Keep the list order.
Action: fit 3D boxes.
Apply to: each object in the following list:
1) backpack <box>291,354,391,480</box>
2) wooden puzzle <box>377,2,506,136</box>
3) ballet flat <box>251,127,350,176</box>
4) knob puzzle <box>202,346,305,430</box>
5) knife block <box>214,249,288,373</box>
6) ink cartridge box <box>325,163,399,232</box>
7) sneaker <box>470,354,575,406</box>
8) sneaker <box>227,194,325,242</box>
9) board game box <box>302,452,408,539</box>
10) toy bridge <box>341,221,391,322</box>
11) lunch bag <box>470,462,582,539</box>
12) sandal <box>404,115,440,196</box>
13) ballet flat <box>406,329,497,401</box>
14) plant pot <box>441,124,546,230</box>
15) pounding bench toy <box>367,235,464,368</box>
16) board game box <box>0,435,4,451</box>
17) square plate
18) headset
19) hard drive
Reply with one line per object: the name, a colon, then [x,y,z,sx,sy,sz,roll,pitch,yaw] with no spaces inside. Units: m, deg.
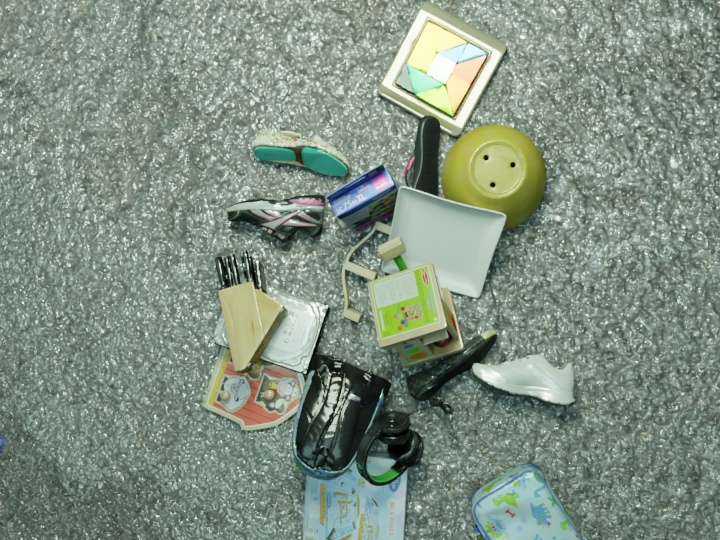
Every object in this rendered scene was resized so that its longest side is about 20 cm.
backpack: [-0.050,0.286,1.398,0.161,0.154,0.202,19,53,-3]
wooden puzzle: [0.153,-0.384,1.431,0.184,0.037,0.202,30,94,7]
ballet flat: [-0.111,-0.236,1.454,0.197,0.076,0.065,13,58,2]
knob puzzle: [-0.197,0.221,1.481,0.216,0.030,0.223,0,89,7]
knife block: [-0.235,0.068,1.421,0.174,0.064,0.201,30,81,10]
ink cartridge box: [0.015,-0.126,1.366,0.118,0.200,0.042,-28,76,7]
sneaker: [0.303,0.195,1.404,0.197,0.075,0.088,11,80,1]
sneaker: [-0.164,-0.096,1.456,0.197,0.080,0.088,-1,101,13]
board game box: [-0.009,0.451,1.450,0.196,0.041,0.203,4,90,8]
toy bridge: [0.000,0.000,1.449,0.066,0.027,0.202,22,98,8]
lunch bag: [0.304,0.471,1.389,0.160,0.082,0.201,-34,86,5]
sandal: [0.113,-0.189,1.425,0.045,0.075,0.203,10,95,42]
ballet flat: [0.171,0.170,1.419,0.199,0.067,0.057,-36,53,2]
plant pot: [0.243,-0.175,1.367,0.197,0.142,0.203,0,89,8]
pounding bench toy: [0.098,0.054,1.386,0.123,0.156,0.202,-18,63,14]
board game box: [-0.828,0.426,1.557,0.133,0.045,0.203,14,92,7]
square plate: [0.149,-0.053,1.387,0.195,0.029,0.202,16,130,5]
headset: [0.080,0.307,1.371,0.200,0.093,0.124,-45,128,-20]
hard drive: [-0.173,0.105,1.460,0.197,0.038,0.141,18,79,8]
